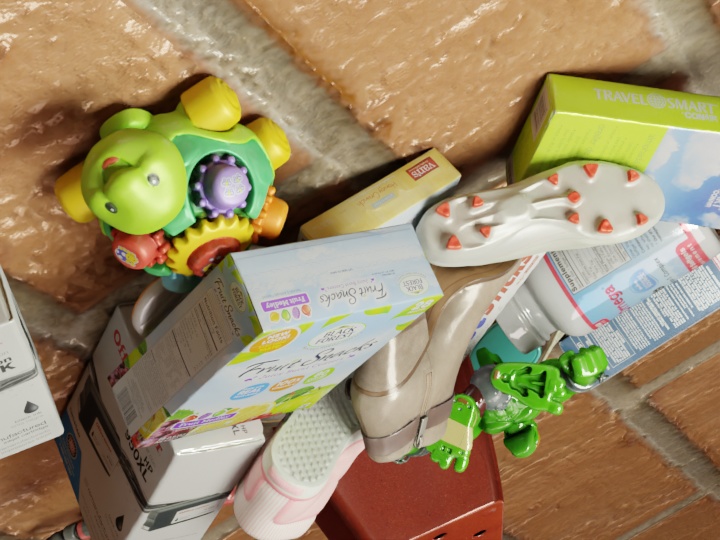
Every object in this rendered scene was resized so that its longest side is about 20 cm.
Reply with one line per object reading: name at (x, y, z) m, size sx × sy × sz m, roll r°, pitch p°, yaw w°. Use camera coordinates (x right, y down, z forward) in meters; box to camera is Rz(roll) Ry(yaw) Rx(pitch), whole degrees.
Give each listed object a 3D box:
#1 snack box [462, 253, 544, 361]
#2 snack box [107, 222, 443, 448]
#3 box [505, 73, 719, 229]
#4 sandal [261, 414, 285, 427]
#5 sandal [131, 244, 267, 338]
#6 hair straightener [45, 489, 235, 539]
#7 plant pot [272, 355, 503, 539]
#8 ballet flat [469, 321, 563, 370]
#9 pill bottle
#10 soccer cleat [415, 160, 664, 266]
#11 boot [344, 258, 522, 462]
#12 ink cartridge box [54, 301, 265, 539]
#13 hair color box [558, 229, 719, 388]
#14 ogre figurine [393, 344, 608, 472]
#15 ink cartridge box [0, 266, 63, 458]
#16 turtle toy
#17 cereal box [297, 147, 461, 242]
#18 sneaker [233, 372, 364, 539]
snack box at (0.075, 0.041, 1.510) m, size 0.072 × 0.024 × 0.200 m, roll 26°, pitch 109°, yaw -33°
snack box at (-0.064, 0.049, 1.267) m, size 0.168 × 0.068 × 0.200 m, roll -11°, pitch 158°, yaw -39°
box at (0.229, -0.093, 1.407) m, size 0.199 × 0.048 × 0.122 m, roll 7°, pitch 144°, yaw -12°
sandal at (-0.021, 0.080, 1.563) m, size 0.199 × 0.082 × 0.055 m, roll -15°, pitch 130°, yaw -7°
sandal at (-0.118, 0.005, 1.333) m, size 0.079 × 0.059 × 0.207 m, roll -57°, pitch 158°, yaw 17°
hair straightener at (-0.212, 0.238, 1.666) m, size 0.200 × 0.041 × 0.077 m, roll -23°, pitch 174°, yaw -4°
plant pot at (0.041, 0.199, 1.697) m, size 0.200 × 0.177 × 0.200 m, roll -22°, pitch 153°, yaw -8°
ballet flat at (0.179, 0.050, 1.682) m, size 0.062 × 0.068 × 0.200 m, roll -12°, pitch 152°, yaw -46°
pill bottle at (0.209, -0.011, 1.545) m, size 0.200 × 0.109 × 0.109 m, roll -33°, pitch 153°, yaw 13°
soccer cleat at (0.139, -0.043, 1.381) m, size 0.199 × 0.070 × 0.078 m, roll -9°, pitch 169°, yaw -8°
boot at (0.062, 0.065, 1.420) m, size 0.200 × 0.070 × 0.147 m, roll -23°, pitch 123°, yaw -42°
ink cartridge box at (-0.169, 0.135, 1.426) m, size 0.084 × 0.145 × 0.200 m, roll -7°, pitch 147°, yaw -33°
hair color box at (0.293, 0.030, 1.710) m, size 0.200 × 0.061 × 0.100 m, roll -34°, pitch -176°, yaw 14°
ogre figurine at (0.122, 0.113, 1.505) m, size 0.200 × 0.098 × 0.120 m, roll -44°, pitch 169°, yaw 11°
ink cartridge box at (-0.308, 0.071, 1.253) m, size 0.144 × 0.084 × 0.200 m, roll -21°, pitch 153°, yaw -9°
turtle toy at (-0.126, -0.051, 1.178) m, size 0.146 × 0.101 × 0.200 m, roll -33°, pitch 153°, yaw 12°
cereal box at (0.000, 0.000, 1.418) m, size 0.144 × 0.040 × 0.200 m, roll -32°, pitch 157°, yaw -29°
sneaker at (-0.042, 0.149, 1.434) m, size 0.105 × 0.075 × 0.200 m, roll -57°, pitch 174°, yaw 35°
